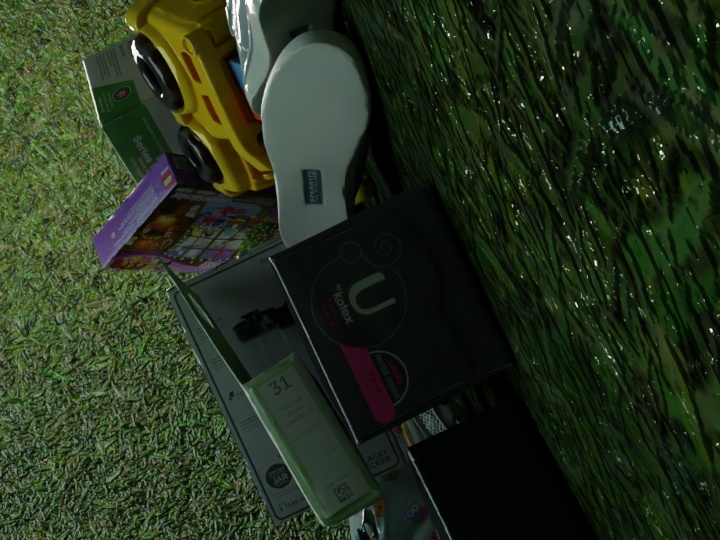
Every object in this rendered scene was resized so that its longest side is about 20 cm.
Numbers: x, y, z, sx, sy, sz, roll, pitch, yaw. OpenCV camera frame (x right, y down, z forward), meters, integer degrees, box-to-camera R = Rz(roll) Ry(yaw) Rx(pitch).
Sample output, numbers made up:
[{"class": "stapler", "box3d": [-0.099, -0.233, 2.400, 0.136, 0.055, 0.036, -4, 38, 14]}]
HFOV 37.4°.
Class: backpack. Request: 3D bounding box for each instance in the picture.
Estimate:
[{"class": "backpack", "box3d": [0.063, 0.205, 0.906, 0.200, 0.166, 0.127, -114, 18, -49]}]

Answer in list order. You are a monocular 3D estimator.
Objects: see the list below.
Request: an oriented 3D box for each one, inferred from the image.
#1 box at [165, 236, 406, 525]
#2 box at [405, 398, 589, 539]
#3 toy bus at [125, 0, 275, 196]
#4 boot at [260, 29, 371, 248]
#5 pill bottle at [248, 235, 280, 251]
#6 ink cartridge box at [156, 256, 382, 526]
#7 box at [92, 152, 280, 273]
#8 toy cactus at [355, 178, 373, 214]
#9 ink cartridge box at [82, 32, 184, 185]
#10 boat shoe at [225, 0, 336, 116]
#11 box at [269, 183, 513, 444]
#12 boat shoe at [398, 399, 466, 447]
[{"class": "box", "box3d": [-0.056, 0.081, 0.835, 0.200, 0.116, 0.060, 64, 180, 0]}, {"class": "box", "box3d": [0.101, 0.191, 0.694, 0.141, 0.079, 0.200, 60, 175, 28]}, {"class": "toy bus", "box3d": [-0.080, -0.148, 0.891, 0.192, 0.136, 0.200, 33, 153, 51]}, {"class": "boot", "box3d": [-0.028, -0.103, 0.739, 0.200, 0.072, 0.091, 99, 179, -51]}, {"class": "pill bottle", "box3d": [-0.046, 0.071, 1.036, 0.112, 0.112, 0.200, -122, 9, -65]}, {"class": "ink cartridge box", "box3d": [-0.055, 0.077, 0.720, 0.200, 0.048, 0.146, 59, 175, 12]}, {"class": "box", "box3d": [-0.148, -0.051, 1.068, 0.200, 0.137, 0.039, 3, -127, -48]}, {"class": "toy cactus", "box3d": [0.000, 0.000, 0.937, 0.200, 0.102, 0.165, 57, -174, 3]}, {"class": "ink cartridge box", "box3d": [-0.160, -0.191, 1.055, 0.083, 0.200, 0.147, 65, 179, -40]}, {"class": "boat shoe", "box3d": [-0.054, -0.171, 0.711, 0.201, 0.070, 0.072, 104, 144, -73]}, {"class": "box", "box3d": [0.015, 0.035, 0.700, 0.123, 0.106, 0.200, 64, 176, 6]}, {"class": "boat shoe", "box3d": [0.049, 0.086, 0.832, 0.200, 0.069, 0.071, 61, 179, 4]}]
